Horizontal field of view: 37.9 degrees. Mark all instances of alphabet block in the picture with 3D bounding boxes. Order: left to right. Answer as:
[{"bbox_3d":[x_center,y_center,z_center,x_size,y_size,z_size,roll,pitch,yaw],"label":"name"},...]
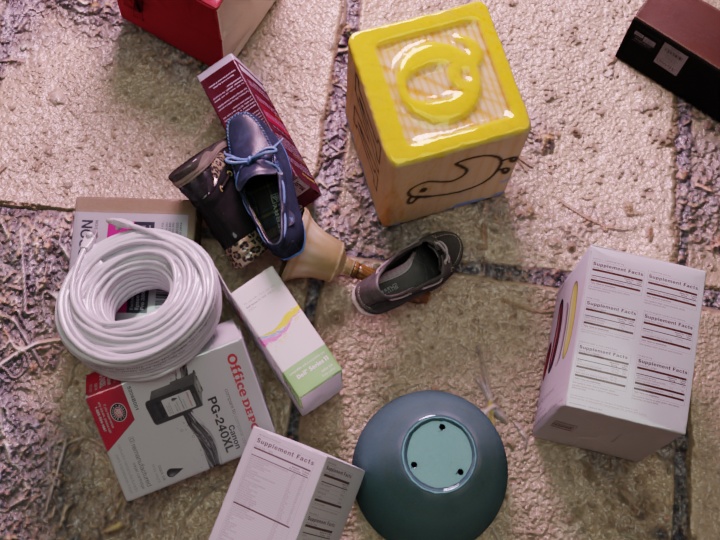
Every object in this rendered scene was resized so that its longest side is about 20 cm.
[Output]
[{"bbox_3d":[0.093,-0.202,1.383,0.193,0.200,0.198,-17,72,-7],"label":"alphabet block"}]

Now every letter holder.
[{"bbox_3d":[0.493,-0.328,1.493,0.199,0.101,0.143,35,72,10],"label":"letter holder"}]

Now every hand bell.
[{"bbox_3d":[0.000,0.000,1.383,0.198,0.104,0.105,20,71,-8],"label":"hand bell"}]

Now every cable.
[{"bbox_3d":[-0.264,0.039,1.246,0.198,0.070,0.201,12,54,17],"label":"cable"}]

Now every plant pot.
[{"bbox_3d":[0.088,0.233,1.267,0.197,0.135,0.203,0,70,-1],"label":"plant pot"}]

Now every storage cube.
[{"bbox_3d":[-0.226,-0.419,1.464,0.178,0.171,0.201,28,72,6],"label":"storage cube"}]

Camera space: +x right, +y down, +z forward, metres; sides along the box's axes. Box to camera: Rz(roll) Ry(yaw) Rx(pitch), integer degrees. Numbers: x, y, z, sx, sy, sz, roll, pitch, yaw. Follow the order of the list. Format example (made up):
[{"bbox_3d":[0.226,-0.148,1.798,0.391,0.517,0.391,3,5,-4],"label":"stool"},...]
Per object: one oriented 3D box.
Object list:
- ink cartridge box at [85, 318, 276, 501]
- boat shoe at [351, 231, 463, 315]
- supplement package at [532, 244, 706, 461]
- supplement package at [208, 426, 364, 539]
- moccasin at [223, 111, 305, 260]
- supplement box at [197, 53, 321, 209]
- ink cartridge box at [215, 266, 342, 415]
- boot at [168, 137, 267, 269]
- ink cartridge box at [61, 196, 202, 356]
[{"bbox_3d":[-0.216,0.168,1.277,0.198,0.083,0.147,-21,105,-9],"label":"ink cartridge box"},{"bbox_3d":[0.075,-0.001,1.355,0.199,0.057,0.067,-31,87,-35],"label":"boat shoe"},{"bbox_3d":[0.313,0.106,1.287,0.145,0.192,0.202,13,70,2],"label":"supplement package"},{"bbox_3d":[-0.094,0.302,1.219,0.113,0.109,0.202,17,79,29],"label":"supplement package"},{"bbox_3d":[-0.117,-0.114,1.303,0.080,0.068,0.202,-29,75,11],"label":"moccasin"},{"bbox_3d":[-0.135,-0.180,1.411,0.061,0.109,0.201,-32,73,9],"label":"supplement box"},{"bbox_3d":[-0.103,0.074,1.324,0.067,0.117,0.201,-33,75,-11],"label":"ink cartridge box"},{"bbox_3d":[-0.168,-0.090,1.373,0.073,0.200,0.151,-32,98,12],"label":"boot"},{"bbox_3d":[-0.294,0.009,1.364,0.162,0.075,0.203,1,72,-3],"label":"ink cartridge box"}]
